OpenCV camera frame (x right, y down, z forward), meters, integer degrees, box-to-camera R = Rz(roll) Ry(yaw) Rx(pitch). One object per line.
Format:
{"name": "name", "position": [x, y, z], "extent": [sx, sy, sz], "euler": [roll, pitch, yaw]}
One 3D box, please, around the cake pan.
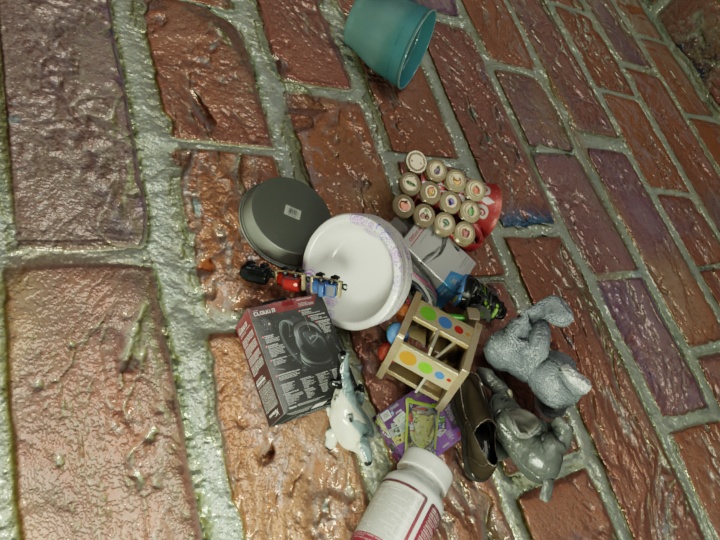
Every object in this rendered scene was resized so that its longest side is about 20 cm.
{"name": "cake pan", "position": [-0.137, -0.099, 1.179], "extent": [0.196, 0.037, 0.205], "euler": [16, 54, -23]}

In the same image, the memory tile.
{"name": "memory tile", "position": [0.168, -0.154, 1.284], "extent": [0.196, 0.017, 0.157], "euler": [22, 75, -12]}

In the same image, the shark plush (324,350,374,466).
{"name": "shark plush", "position": [-0.021, 0.216, 0.981], "extent": [0.083, 0.089, 0.204], "euler": [-40, 118, -44]}

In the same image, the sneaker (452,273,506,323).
{"name": "sneaker", "position": [0.248, 0.061, 1.239], "extent": [0.082, 0.072, 0.198], "euler": [25, 1, 35]}

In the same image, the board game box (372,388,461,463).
{"name": "board game box", "position": [0.124, 0.274, 1.112], "extent": [0.197, 0.032, 0.121], "euler": [-21, 71, -39]}

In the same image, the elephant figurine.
{"name": "elephant figurine", "position": [0.286, 0.299, 1.149], "extent": [0.197, 0.155, 0.144], "euler": [30, 92, 2]}

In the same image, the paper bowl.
{"name": "paper bowl", "position": [0.000, 0.000, 1.102], "extent": [0.203, 0.200, 0.104], "euler": [55, 21, 11]}

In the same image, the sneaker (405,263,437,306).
{"name": "sneaker", "position": [0.078, 0.005, 1.227], "extent": [0.202, 0.080, 0.074], "euler": [56, 35, 0]}

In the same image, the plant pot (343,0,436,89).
{"name": "plant pot", "position": [0.064, -0.590, 1.523], "extent": [0.185, 0.202, 0.201], "euler": [28, 48, 8]}

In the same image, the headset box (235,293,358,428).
{"name": "headset box", "position": [-0.111, 0.136, 1.020], "extent": [0.146, 0.077, 0.203], "euler": [-11, 67, -36]}

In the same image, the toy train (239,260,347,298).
{"name": "toy train", "position": [-0.119, 0.016, 1.057], "extent": [0.195, 0.035, 0.046], "euler": [9, 23, 11]}

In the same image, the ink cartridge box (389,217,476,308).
{"name": "ink cartridge box", "position": [0.136, -0.035, 1.287], "extent": [0.199, 0.067, 0.116], "euler": [42, 49, -2]}

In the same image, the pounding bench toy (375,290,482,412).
{"name": "pounding bench toy", "position": [0.129, 0.119, 1.131], "extent": [0.153, 0.126, 0.201], "euler": [27, 43, 3]}

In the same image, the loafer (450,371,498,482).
{"name": "loafer", "position": [0.219, 0.274, 1.107], "extent": [0.071, 0.071, 0.205], "euler": [7, 60, -28]}

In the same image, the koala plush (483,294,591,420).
{"name": "koala plush", "position": [0.361, 0.191, 1.210], "extent": [0.181, 0.179, 0.202], "euler": [-20, 62, -29]}

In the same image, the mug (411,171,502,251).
{"name": "mug", "position": [0.204, -0.148, 1.349], "extent": [0.195, 0.136, 0.179], "euler": [16, 25, -18]}

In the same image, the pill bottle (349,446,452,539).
{"name": "pill bottle", "position": [0.063, 0.385, 0.940], "extent": [0.109, 0.110, 0.201], "euler": [40, 54, -2]}
